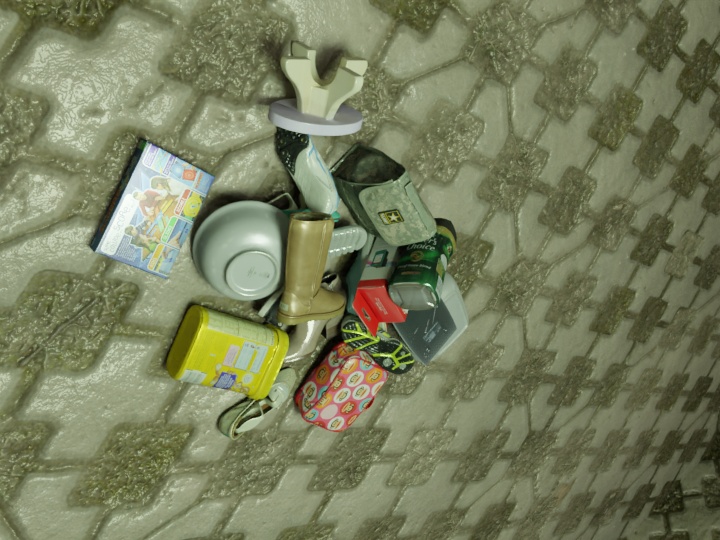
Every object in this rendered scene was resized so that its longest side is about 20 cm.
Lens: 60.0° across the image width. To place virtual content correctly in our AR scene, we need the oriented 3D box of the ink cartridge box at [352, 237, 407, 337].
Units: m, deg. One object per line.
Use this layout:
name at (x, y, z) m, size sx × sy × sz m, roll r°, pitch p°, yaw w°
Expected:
ink cartridge box at (0.059, 0.027, 1.306) m, size 0.117 × 0.067 × 0.201 m, roll 56°, pitch 42°, yaw -39°

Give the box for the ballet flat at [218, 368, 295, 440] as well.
ballet flat at (-0.204, 0.286, 1.313) m, size 0.199 × 0.062 × 0.068 m, roll -37°, pitch 127°, yaw -21°

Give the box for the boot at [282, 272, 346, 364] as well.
boot at (-0.111, 0.093, 1.304) m, size 0.199 × 0.070 × 0.148 m, roll -27°, pitch 126°, yaw -38°

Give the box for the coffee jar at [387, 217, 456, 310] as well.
coffee jar at (0.130, -0.019, 1.265) m, size 0.086 × 0.103 × 0.201 m, roll 62°, pitch 36°, yaw -38°

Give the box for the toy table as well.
toy table at (-0.070, -0.322, 1.115) m, size 0.199 × 0.183 × 0.118 m, roll -27°, pitch 141°, yaw -49°

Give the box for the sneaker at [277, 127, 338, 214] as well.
sneaker at (-0.099, -0.199, 1.185) m, size 0.071 × 0.072 × 0.202 m, roll -19°, pitch 99°, yaw 17°

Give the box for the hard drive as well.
hard drive at (0.134, 0.109, 1.427) m, size 0.135 × 0.042 × 0.201 m, roll -47°, pitch 125°, yaw -16°

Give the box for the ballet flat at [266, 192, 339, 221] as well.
ballet flat at (-0.123, -0.118, 1.215) m, size 0.198 × 0.067 × 0.071 m, roll -14°, pitch 104°, yaw -35°

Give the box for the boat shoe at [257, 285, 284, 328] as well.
boat shoe at (-0.123, 0.028, 1.231) m, size 0.060 × 0.074 × 0.201 m, roll 37°, pitch 99°, yaw -11°

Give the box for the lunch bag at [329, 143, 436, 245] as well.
lunch bag at (0.050, -0.144, 1.250) m, size 0.118 × 0.199 × 0.165 m, roll -46°, pitch 130°, yaw -14°

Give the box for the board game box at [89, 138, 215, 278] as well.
board game box at (-0.351, -0.102, 1.060) m, size 0.135 × 0.034 × 0.202 m, roll 26°, pitch 90°, yaw -41°

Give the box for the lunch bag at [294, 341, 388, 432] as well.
lunch bag at (-0.032, 0.269, 1.408) m, size 0.176 × 0.082 × 0.201 m, roll 32°, pitch 101°, yaw -40°

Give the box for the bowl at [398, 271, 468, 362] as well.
bowl at (0.189, 0.122, 1.551) m, size 0.200 × 0.074 × 0.201 m, roll -41°, pitch 128°, yaw -20°

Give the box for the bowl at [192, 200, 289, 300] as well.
bowl at (-0.202, -0.017, 1.131) m, size 0.199 × 0.091 × 0.203 m, roll -9°, pitch 126°, yaw -13°

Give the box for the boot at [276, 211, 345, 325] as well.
boot at (-0.075, -0.007, 1.154) m, size 0.174 × 0.066 × 0.202 m, roll -15°, pitch 122°, yaw -52°

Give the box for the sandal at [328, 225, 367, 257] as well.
sandal at (-0.086, -0.062, 1.275) m, size 0.200 × 0.050 × 0.083 m, roll -4°, pitch 131°, yaw -21°

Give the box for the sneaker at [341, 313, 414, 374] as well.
sneaker at (0.042, 0.156, 1.378) m, size 0.199 × 0.077 × 0.075 m, roll 38°, pitch 107°, yaw -22°

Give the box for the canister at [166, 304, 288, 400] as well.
canister at (-0.256, 0.159, 1.208) m, size 0.199 × 0.086 × 0.150 m, roll 23°, pitch 93°, yaw -40°

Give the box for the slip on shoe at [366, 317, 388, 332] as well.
slip on shoe at (0.034, 0.084, 1.425) m, size 0.061 × 0.073 × 0.203 m, roll -55°, pitch 142°, yaw -71°

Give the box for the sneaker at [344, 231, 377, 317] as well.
sneaker at (0.000, 0.000, 1.358) m, size 0.074 × 0.081 × 0.203 m, roll 26°, pitch 67°, yaw -55°
